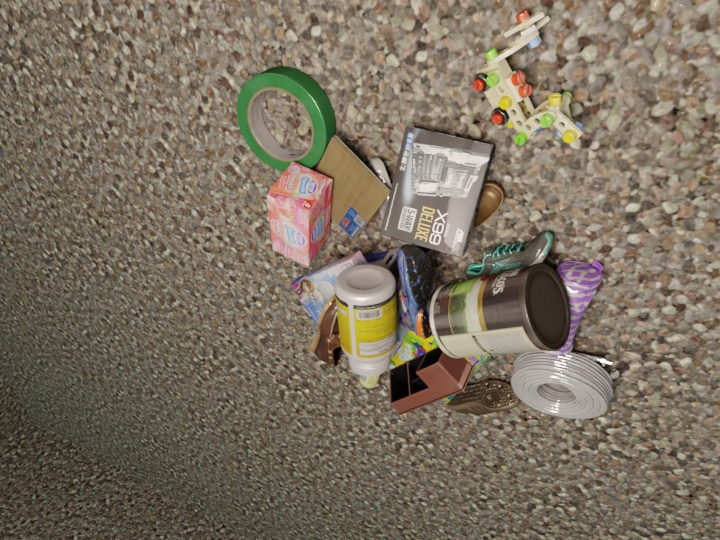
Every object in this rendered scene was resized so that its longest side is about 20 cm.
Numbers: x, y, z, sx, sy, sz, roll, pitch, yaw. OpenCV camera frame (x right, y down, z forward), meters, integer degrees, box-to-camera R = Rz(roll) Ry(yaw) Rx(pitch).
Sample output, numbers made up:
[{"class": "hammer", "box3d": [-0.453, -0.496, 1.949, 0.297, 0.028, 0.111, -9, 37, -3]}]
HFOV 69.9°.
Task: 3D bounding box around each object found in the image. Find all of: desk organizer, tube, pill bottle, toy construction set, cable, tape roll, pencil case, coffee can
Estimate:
[{"class": "desk organizer", "box3d": [0.132, 0.229, 1.080, 0.077, 0.072, 0.200, 47, 134, -6]}, {"class": "tube", "box3d": [0.040, 0.216, 1.309, 0.058, 0.052, 0.200, -4, 130, -19]}, {"class": "pill bottle", "box3d": [0.014, 0.098, 0.972, 0.112, 0.112, 0.200, 12, 126, 22]}, {"class": "toy construction set", "box3d": [0.250, -0.278, 0.776, 0.131, 0.092, 0.200, 3, 121, 58]}, {"class": "cable", "box3d": [0.417, 0.239, 1.074, 0.200, 0.069, 0.200, 13, 143, 22]}, {"class": "tape roll", "box3d": [-0.148, -0.294, 1.018, 0.200, 0.048, 0.201, 16, 130, 19]}, {"class": "pencil case", "box3d": [0.392, 0.075, 0.978, 0.085, 0.084, 0.200, -8, 132, -12]}, {"class": "coffee can", "box3d": [0.245, 0.078, 0.919, 0.200, 0.146, 0.146, -16, 115, 46]}]

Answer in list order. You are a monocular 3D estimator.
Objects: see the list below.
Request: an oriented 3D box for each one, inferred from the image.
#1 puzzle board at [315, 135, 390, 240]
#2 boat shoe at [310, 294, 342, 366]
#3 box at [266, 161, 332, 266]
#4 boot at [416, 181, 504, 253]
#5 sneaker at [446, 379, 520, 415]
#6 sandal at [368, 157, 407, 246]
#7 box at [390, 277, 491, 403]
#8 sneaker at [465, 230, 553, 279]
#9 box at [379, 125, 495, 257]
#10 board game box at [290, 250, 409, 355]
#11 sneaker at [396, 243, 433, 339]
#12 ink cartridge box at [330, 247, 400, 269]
[{"class": "puzzle board", "box3d": [-0.029, -0.160, 1.035, 0.151, 0.017, 0.200, 45, 149, 2]}, {"class": "boat shoe", "box3d": [-0.050, 0.127, 1.065, 0.070, 0.070, 0.200, 37, 142, 17]}, {"class": "box", "box3d": [-0.125, -0.112, 1.073, 0.095, 0.103, 0.200, 26, 149, 10]}, {"class": "boot", "box3d": [0.184, -0.091, 0.970, 0.074, 0.075, 0.200, 47, 132, -8]}, {"class": "sneaker", "box3d": [0.299, 0.306, 1.222, 0.075, 0.071, 0.200, 33, 150, -33]}, {"class": "sandal", "box3d": [0.075, -0.130, 1.014, 0.050, 0.082, 0.203, -26, 114, -6]}, {"class": "box", "box3d": [0.169, 0.153, 1.132, 0.192, 0.122, 0.200, 32, 134, 5]}, {"class": "sneaker", "box3d": [0.275, -0.017, 0.978, 0.091, 0.078, 0.200, 41, 132, 0]}, {"class": "box", "box3d": [0.136, -0.141, 0.920, 0.157, 0.050, 0.200, 18, 104, 17]}, {"class": "board game box", "box3d": [-0.027, 0.077, 1.093, 0.199, 0.043, 0.200, -22, 105, 42]}, {"class": "sneaker", "box3d": [0.090, 0.042, 0.971, 0.078, 0.075, 0.200, 13, 126, 36]}, {"class": "ink cartridge box", "box3d": [0.000, 0.000, 1.128, 0.200, 0.095, 0.037, -12, 117, 35]}]
